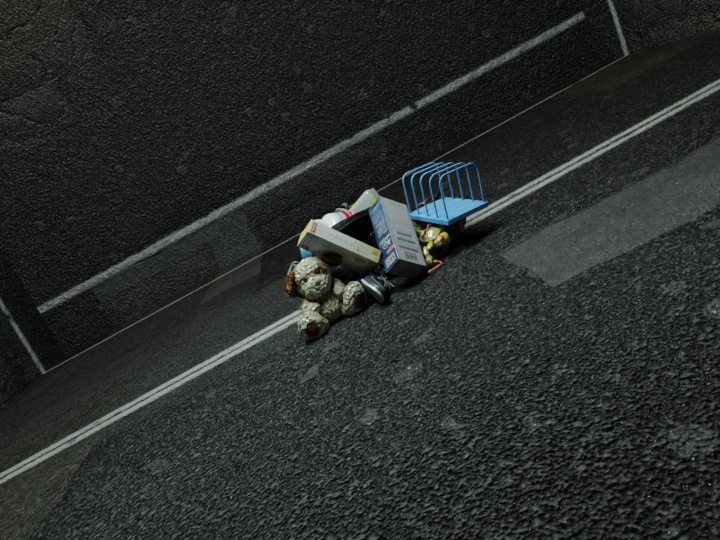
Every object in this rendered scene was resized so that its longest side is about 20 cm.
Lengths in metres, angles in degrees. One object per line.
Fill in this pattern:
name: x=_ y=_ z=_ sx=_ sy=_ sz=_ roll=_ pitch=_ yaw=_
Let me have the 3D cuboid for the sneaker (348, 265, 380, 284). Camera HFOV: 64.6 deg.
sneaker: x=0.000 y=0.000 z=1.625 sx=0.072 sy=0.084 sz=0.201 roll=-20 pitch=17 yaw=20

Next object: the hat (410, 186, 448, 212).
hat: x=0.226 y=-0.198 z=1.919 sx=0.197 sy=0.082 sz=0.201 roll=-33 pitch=7 yaw=4

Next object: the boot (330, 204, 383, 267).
boot: x=0.018 y=-0.077 z=1.518 sx=0.207 sy=0.163 sz=0.079 roll=-26 pitch=4 yaw=-34

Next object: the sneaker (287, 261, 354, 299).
sneaker: x=-0.106 y=0.003 z=1.538 sx=0.201 sy=0.146 sz=0.078 roll=-41 pitch=53 yaw=7

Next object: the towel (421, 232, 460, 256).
towel: x=0.190 y=-0.065 z=1.615 sx=0.188 sy=0.036 sz=0.200 roll=-15 pitch=16 yaw=33

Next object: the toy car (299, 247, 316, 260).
toy car: x=-0.075 y=0.004 z=1.698 sx=0.177 sy=0.181 sz=0.203 roll=-13 pitch=41 yaw=-2

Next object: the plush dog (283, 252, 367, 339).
plush dog: x=-0.102 y=0.048 z=1.447 sx=0.196 sy=0.176 sz=0.160 roll=-30 pitch=13 yaw=-9

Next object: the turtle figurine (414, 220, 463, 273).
turtle figurine: x=0.173 y=-0.077 z=1.489 sx=0.158 sy=0.065 sz=0.204 roll=-2 pitch=50 yaw=46

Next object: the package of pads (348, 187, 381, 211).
package of pads: x=0.018 y=-0.141 z=1.814 sx=0.200 sy=0.155 sz=0.068 roll=-44 pitch=-2 yaw=27

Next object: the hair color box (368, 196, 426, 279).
hair color box: x=0.092 y=-0.084 z=1.454 sx=0.097 sy=0.205 sz=0.061 roll=13 pitch=-42 yaw=-34

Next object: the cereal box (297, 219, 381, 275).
cereal box: x=-0.057 y=-0.056 z=1.446 sx=0.041 sy=0.195 sz=0.144 roll=-69 pitch=13 yaw=-17

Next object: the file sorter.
file sorter: x=0.217 y=-0.211 z=1.509 sx=0.135 sy=0.127 sz=0.199 roll=-24 pitch=20 yaw=-21

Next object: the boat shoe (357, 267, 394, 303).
boat shoe: x=0.041 y=0.035 z=1.441 sx=0.061 sy=0.076 sz=0.200 roll=-38 pitch=5 yaw=-4

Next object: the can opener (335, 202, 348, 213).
can opener: x=-0.057 y=-0.113 z=1.791 sx=0.052 sy=0.205 sz=0.067 roll=17 pitch=39 yaw=12

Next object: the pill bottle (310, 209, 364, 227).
pill bottle: x=-0.046 y=-0.107 z=1.598 sx=0.194 sy=0.117 sz=0.111 roll=-10 pitch=2 yaw=-34

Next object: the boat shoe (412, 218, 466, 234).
boat shoe: x=0.207 y=-0.125 z=1.597 sx=0.193 sy=0.079 sz=0.072 roll=-6 pitch=16 yaw=27
